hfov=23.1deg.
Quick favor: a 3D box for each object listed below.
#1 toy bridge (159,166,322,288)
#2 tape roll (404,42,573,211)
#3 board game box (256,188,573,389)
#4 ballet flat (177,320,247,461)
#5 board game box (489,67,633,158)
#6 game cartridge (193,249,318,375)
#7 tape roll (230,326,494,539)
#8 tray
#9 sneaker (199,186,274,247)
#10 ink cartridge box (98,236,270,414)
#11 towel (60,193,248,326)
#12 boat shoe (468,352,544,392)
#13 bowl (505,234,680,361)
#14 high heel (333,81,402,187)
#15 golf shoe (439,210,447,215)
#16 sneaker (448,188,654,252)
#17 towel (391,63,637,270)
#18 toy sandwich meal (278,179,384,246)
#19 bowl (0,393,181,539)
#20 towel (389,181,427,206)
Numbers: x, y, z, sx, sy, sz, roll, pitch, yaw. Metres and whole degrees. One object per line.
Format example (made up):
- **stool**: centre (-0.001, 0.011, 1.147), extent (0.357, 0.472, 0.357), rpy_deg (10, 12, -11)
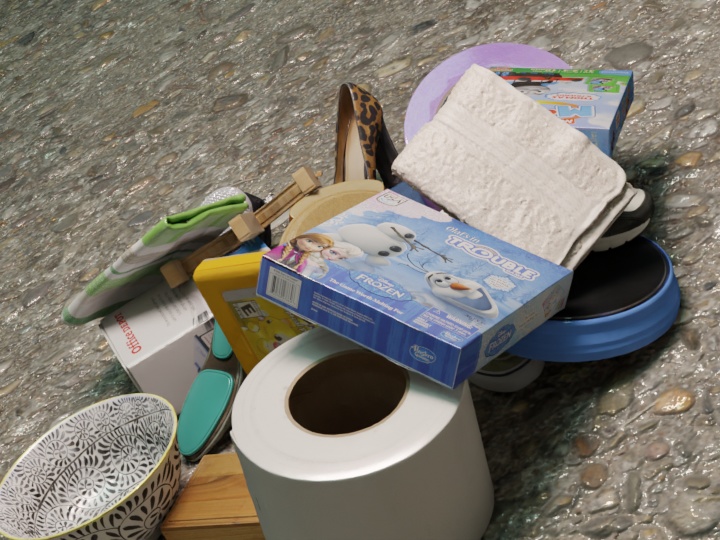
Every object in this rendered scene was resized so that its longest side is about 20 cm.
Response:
- **toy bridge**: centre (-0.121, -0.048, 1.886), extent (0.199, 0.027, 0.067), rpy_deg (-34, -3, 11)
- **tape roll**: centre (0.147, -0.137, 1.848), extent (0.198, 0.066, 0.202), rpy_deg (-4, 62, 7)
- **board game box**: centre (0.049, 0.010, 1.503), extent (0.199, 0.044, 0.199), rpy_deg (25, 30, 25)
- **ballet flat**: centre (-0.128, 0.100, 1.791), extent (0.067, 0.063, 0.202), rpy_deg (11, 83, 44)
- **board game box**: centre (0.181, -0.155, 1.722), extent (0.150, 0.037, 0.200), rpy_deg (3, 23, 14)
- **game cartridge**: centre (-0.044, 0.056, 1.689), extent (0.199, 0.177, 0.032), rpy_deg (-6, 33, 36)
- **tape roll**: centre (0.004, 0.154, 1.480), extent (0.201, 0.140, 0.203), rpy_deg (-10, 36, 7)
- **tray**: centre (-0.081, 0.208, 1.624), extent (0.199, 0.037, 0.099), rpy_deg (-10, 33, 34)
- **sneaker**: centre (-0.170, -0.016, 2.042), extent (0.200, 0.076, 0.114), rpy_deg (-48, -18, 23)
- **ink cartridge box**: centre (-0.166, 0.056, 1.901), extent (0.199, 0.086, 0.146), rpy_deg (-33, 27, -6)
- **towel**: centre (-0.221, -0.008, 1.906), extent (0.200, 0.031, 0.149), rpy_deg (-38, -8, 35)
- **boat shoe**: centre (0.110, 0.053, 1.676), extent (0.072, 0.062, 0.200), rpy_deg (-33, 28, -7)
- **bowl**: centre (0.193, 0.015, 1.618), extent (0.199, 0.040, 0.201), rpy_deg (-5, 28, 3)
- **high heel**: centre (-0.023, -0.110, 1.982), extent (0.071, 0.143, 0.200), rpy_deg (-6, 35, 36)
- **golf shoe**: centre (0.145, -0.074, 1.720), extent (0.199, 0.095, 0.078), rpy_deg (-24, 54, -7)
- **sneaker**: centre (0.175, -0.063, 1.641), extent (0.198, 0.081, 0.074), rpy_deg (-4, 26, 0)
- **towel**: centre (0.138, -0.085, 1.596), extent (0.199, 0.035, 0.133), rpy_deg (37, 80, 17)
- **toy sandwich meal**: centre (0.000, 0.000, 1.814), extent (0.203, 0.070, 0.207), rpy_deg (3, 58, -5)
- **bowl**: centre (-0.243, 0.219, 1.693), extent (0.199, 0.095, 0.201), rpy_deg (-22, 29, 13)
- **towel**: centre (0.116, -0.086, 1.916), extent (0.199, 0.049, 0.112), rpy_deg (-28, 32, -1)
